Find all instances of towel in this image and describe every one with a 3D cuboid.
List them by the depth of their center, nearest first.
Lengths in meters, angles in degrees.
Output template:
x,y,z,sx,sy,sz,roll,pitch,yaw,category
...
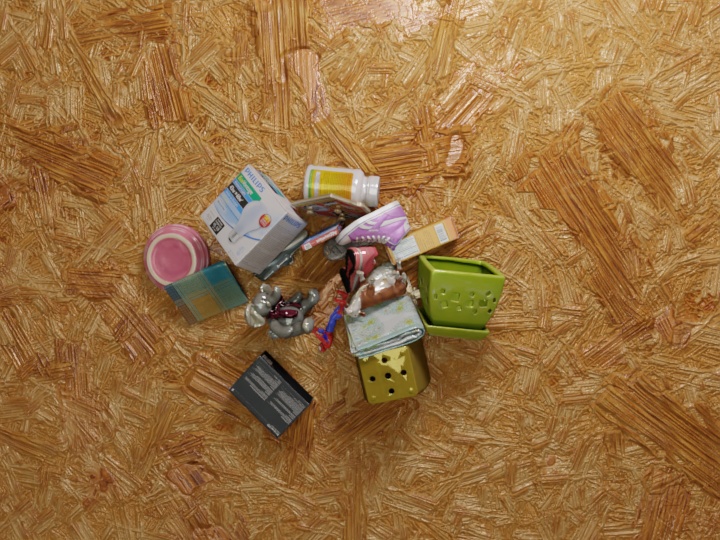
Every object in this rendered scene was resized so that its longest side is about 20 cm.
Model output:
x,y,z,sx,sy,sz,roll,pitch,yaw,category
0.058,0.143,1.617,0.197,0.172,0.049,-17,122,-1,towel
-0.439,0.065,1.755,0.198,0.022,0.148,-22,117,8,towel

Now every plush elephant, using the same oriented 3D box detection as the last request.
x,y,z,sx,sy,sz,roll,pitch,yaw,category
-0.229,0.104,1.691,0.199,0.166,0.155,-30,119,31,plush elephant

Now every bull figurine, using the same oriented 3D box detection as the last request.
x,y,z,sx,sy,sz,roll,pitch,yaw,category
0.040,0.050,1.624,0.198,0.065,0.123,-21,136,-25,bull figurine

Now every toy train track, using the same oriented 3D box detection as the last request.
x,y,z,sx,sy,sz,roll,pitch,yaw,category
0.101,0.088,1.720,0.197,0.033,0.116,-20,93,8,toy train track

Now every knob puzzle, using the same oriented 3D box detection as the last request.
x,y,z,sx,sy,sz,roll,pitch,yaw,category
-0.060,-0.154,1.639,0.216,0.220,0.031,5,81,5,knob puzzle

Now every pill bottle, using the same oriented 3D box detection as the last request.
x,y,z,sx,sy,sz,roll,pitch,yaw,category
-0.049,-0.222,1.665,0.197,0.111,0.113,6,96,5,pill bottle

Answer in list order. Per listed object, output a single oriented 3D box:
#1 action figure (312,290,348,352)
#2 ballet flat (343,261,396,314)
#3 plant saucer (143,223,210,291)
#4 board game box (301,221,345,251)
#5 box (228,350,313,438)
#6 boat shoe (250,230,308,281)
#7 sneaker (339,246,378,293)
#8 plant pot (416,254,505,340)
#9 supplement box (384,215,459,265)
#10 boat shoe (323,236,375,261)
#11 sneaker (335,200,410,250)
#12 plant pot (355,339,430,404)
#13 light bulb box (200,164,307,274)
x,y,z,sx,sy,sz,roll,pitch,yaw,category
-0.106,0.143,1.710,0.098,0.065,0.202,18,121,1,action figure
0.025,0.057,1.699,0.071,0.072,0.201,36,98,1,ballet flat
-0.535,-0.032,1.766,0.197,0.051,0.204,1,96,7,plant saucer
-0.096,-0.096,1.638,0.102,0.200,0.020,-24,99,8,board game box
-0.256,0.355,1.761,0.200,0.079,0.141,45,95,0,box
-0.221,-0.041,1.732,0.199,0.073,0.062,-34,118,6,boat shoe
0.000,0.000,1.659,0.086,0.201,0.075,-15,66,-19,sneaker
0.249,0.072,1.614,0.197,0.199,0.184,6,103,-5,plant pot
0.167,-0.083,1.680,0.197,0.067,0.070,-20,95,8,supplement box
-0.013,-0.087,1.696,0.198,0.073,0.075,-23,85,-6,boat shoe
0.038,-0.092,1.622,0.198,0.073,0.115,-27,86,-2,sneaker
0.077,0.256,1.660,0.197,0.176,0.203,-12,98,8,plant pot
-0.288,-0.137,1.663,0.200,0.125,0.199,-45,67,9,light bulb box
